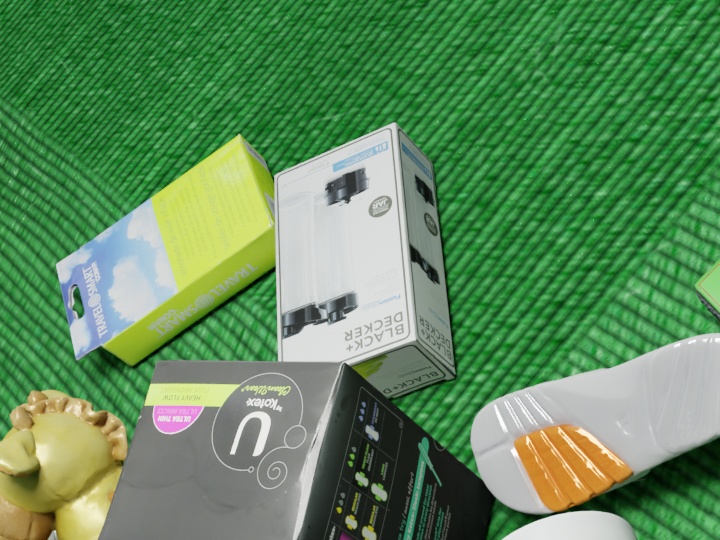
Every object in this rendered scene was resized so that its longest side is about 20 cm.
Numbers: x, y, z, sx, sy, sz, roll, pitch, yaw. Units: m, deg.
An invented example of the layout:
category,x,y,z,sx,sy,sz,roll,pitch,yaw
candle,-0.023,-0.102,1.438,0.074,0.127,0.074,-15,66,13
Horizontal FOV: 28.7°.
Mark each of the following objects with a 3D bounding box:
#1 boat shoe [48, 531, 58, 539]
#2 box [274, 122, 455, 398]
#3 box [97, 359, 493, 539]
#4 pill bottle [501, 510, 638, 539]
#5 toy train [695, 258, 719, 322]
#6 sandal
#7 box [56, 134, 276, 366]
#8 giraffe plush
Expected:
category,x,y,z,sx,sy,sz,roll,pitch,yaw
boat shoe,-0.274,0.192,1.104,0.200,0.071,0.069,20,72,40
box,0.000,0.000,1.047,0.117,0.060,0.200,-20,51,23
box,-0.033,0.152,0.871,0.148,0.200,0.124,-4,59,34
pill bottle,0.134,0.238,0.755,0.116,0.116,0.200,-29,49,16
toy train,0.272,0.054,0.836,0.056,0.042,0.200,-47,45,13
sandal,0.164,0.096,0.868,0.207,0.059,0.079,-24,74,34
box,-0.155,-0.011,1.172,0.200,0.048,0.122,-34,46,12
giraffe plush,-0.186,0.164,0.957,0.200,0.162,0.173,-55,8,-16
